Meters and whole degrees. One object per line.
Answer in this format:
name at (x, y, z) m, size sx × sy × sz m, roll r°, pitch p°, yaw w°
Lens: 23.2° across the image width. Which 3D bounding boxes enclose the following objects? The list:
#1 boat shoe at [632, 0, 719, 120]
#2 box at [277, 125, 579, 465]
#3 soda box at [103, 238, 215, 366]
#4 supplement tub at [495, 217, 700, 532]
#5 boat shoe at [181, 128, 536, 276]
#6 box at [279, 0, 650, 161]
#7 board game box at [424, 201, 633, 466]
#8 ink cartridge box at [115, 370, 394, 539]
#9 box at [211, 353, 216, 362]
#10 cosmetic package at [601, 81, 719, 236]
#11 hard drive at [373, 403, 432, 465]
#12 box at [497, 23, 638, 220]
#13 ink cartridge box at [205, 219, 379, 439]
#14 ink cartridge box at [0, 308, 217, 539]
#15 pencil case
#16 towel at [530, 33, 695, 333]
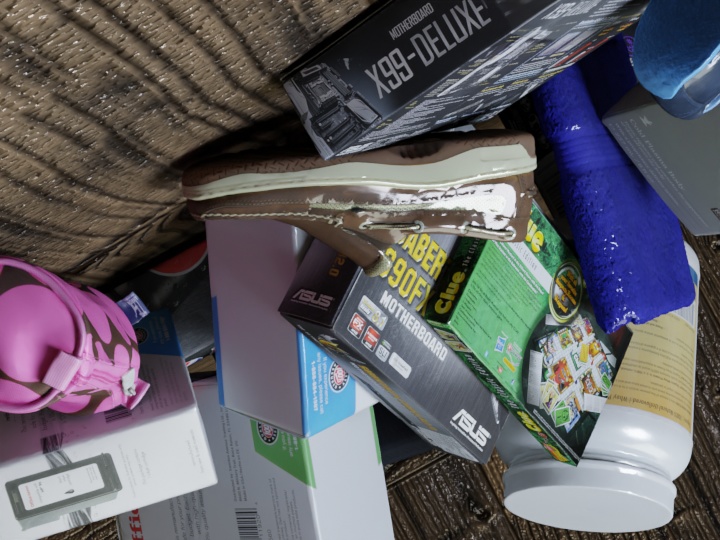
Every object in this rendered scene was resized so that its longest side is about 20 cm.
boat shoe at (0.212, -0.168, 0.923) m, size 0.200 × 0.084 × 0.069 m, roll -45°, pitch 148°, yaw -1°
box at (0.050, 0.008, 1.095) m, size 0.200 × 0.048 × 0.160 m, roll 45°, pitch 67°, yaw -47°
soda box at (-0.109, 0.020, 1.223) m, size 0.198 × 0.071 × 0.063 m, roll -28°, pitch 176°, yaw -1°
supplement tub at (0.172, 0.077, 1.279) m, size 0.143 × 0.202 × 0.145 m, roll 6°, pitch 158°, yaw 2°
boat shoe at (0.003, -0.033, 0.971) m, size 0.200 × 0.076 × 0.075 m, roll -5°, pitch -170°, yaw -8°
box at (0.073, -0.127, 0.921) m, size 0.157 × 0.050 × 0.199 m, roll -33°, pitch 174°, yaw 31°
board game box at (0.113, 0.036, 1.123) m, size 0.023 × 0.200 × 0.106 m, roll 15°, pitch -112°, yaw 39°
ink cartridge box at (-0.085, 0.145, 1.259) m, size 0.198 × 0.148 × 0.084 m, roll -6°, pitch -176°, yaw 40°
box at (-0.014, 0.022, 1.329) m, size 0.199 × 0.149 × 0.104 m, roll -31°, pitch 174°, yaw 19°
cosmetic package at (0.236, -0.087, 1.037) m, size 0.090 × 0.107 × 0.200 m, roll -41°, pitch -173°, yaw -9°
hard drive at (0.026, 0.046, 1.399) m, size 0.134 × 0.202 × 0.042 m, roll -20°, pitch 169°, yaw 22°
box at (0.223, -0.123, 1.325) m, size 0.199 × 0.123 × 0.106 m, roll -24°, pitch 174°, yaw -30°
ink cartridge box at (0.000, 0.000, 1.138) m, size 0.083 × 0.147 × 0.199 m, roll 13°, pitch -155°, yaw 40°
ink cartridge box at (-0.202, 0.107, 1.122) m, size 0.198 × 0.068 × 0.116 m, roll -16°, pitch -146°, yaw -7°
pencil case at (-0.174, 0.042, 0.990) m, size 0.091 × 0.094 × 0.200 m, roll -47°, pitch 175°, yaw 0°
towel at (0.159, -0.063, 1.162) m, size 0.049 × 0.202 × 0.147 m, roll -18°, pitch 176°, yaw 29°
